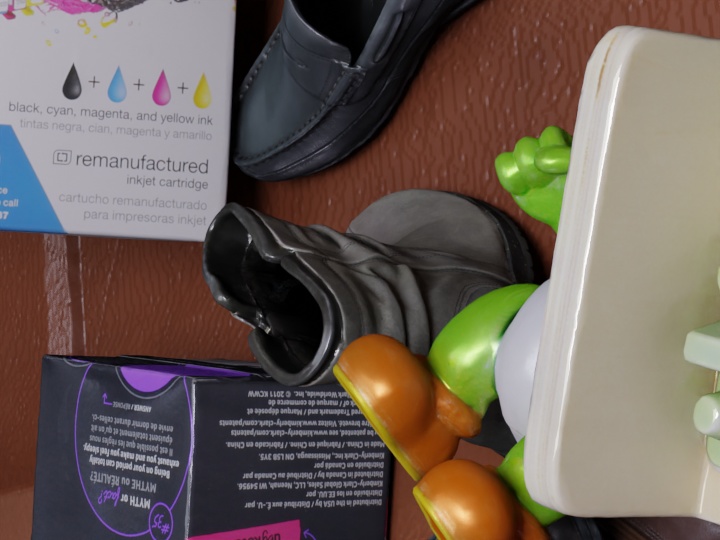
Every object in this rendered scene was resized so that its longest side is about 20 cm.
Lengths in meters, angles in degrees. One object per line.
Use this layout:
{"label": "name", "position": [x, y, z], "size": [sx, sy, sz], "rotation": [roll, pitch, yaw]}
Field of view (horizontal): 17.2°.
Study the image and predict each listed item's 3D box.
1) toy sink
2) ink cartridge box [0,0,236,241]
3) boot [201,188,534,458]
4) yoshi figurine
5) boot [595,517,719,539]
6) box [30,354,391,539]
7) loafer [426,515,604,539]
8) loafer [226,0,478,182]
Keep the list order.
{"label": "toy sink", "position": [0.160, 0.013, 0.629], "size": [0.112, 0.199, 0.131], "rotation": [15, 98, 52]}
{"label": "ink cartridge box", "position": [-0.140, -0.117, 1.047], "size": [0.145, 0.147, 0.201], "rotation": [-175, 88, -71]}
{"label": "boot", "position": [0.000, 0.000, 0.869], "size": [0.068, 0.130, 0.200], "rotation": [-63, 26, 11]}
{"label": "yoshi figurine", "position": [0.093, 0.005, 0.726], "size": [0.113, 0.200, 0.112], "rotation": [59, 177, -11]}
{"label": "boot", "position": [0.124, 0.141, 0.782], "size": [0.200, 0.064, 0.187], "rotation": [30, 111, 53]}
{"label": "box", "position": [-0.065, 0.139, 0.986], "size": [0.122, 0.106, 0.201], "rotation": [5, 91, 52]}
{"label": "loafer", "position": [0.030, 0.137, 0.849], "size": [0.073, 0.072, 0.200], "rotation": [63, 150, 28]}
{"label": "loafer", "position": [-0.005, -0.105, 0.959], "size": [0.201, 0.070, 0.068], "rotation": [-44, 53, 42]}
